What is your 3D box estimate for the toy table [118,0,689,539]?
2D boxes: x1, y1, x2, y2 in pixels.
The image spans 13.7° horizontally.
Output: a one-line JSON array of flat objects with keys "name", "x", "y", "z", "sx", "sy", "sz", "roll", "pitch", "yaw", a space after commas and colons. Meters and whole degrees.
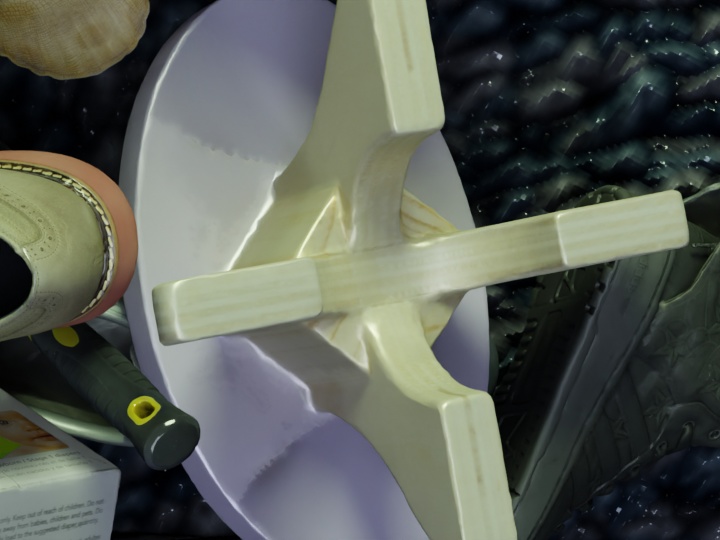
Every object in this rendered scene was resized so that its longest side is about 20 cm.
[{"name": "toy table", "x": 0.000, "y": 0.000, "z": 0.971, "sx": 0.184, "sy": 0.117, "sz": 0.200, "roll": -23, "pitch": 94, "yaw": -25}]

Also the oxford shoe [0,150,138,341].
[{"name": "oxford shoe", "x": -0.172, "y": -0.006, "z": 0.905, "sx": 0.199, "sy": 0.075, "sz": 0.071, "roll": -5, "pitch": 98, "yaw": 16}]

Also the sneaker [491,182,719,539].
[{"name": "sneaker", "x": 0.100, "y": 0.046, "z": 1.048, "sx": 0.104, "sy": 0.060, "sz": 0.200, "roll": 21, "pitch": 101, "yaw": -29}]

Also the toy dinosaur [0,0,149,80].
[{"name": "toy dinosaur", "x": -0.118, "y": -0.107, "z": 0.999, "sx": 0.200, "sy": 0.058, "sz": 0.101, "roll": -20, "pitch": 111, "yaw": 6}]

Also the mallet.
[{"name": "mallet", "x": -0.094, "y": 0.009, "z": 0.958, "sx": 0.066, "sy": 0.200, "sz": 0.041, "roll": -42, "pitch": 126, "yaw": -17}]

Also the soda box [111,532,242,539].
[{"name": "soda box", "x": -0.099, "y": 0.137, "z": 1.087, "sx": 0.199, "sy": 0.063, "sz": 0.071, "roll": 3, "pitch": 110, "yaw": -3}]

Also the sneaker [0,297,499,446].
[{"name": "sneaker", "x": -0.049, "y": 0.040, "z": 1.042, "sx": 0.199, "sy": 0.082, "sz": 0.070, "roll": 5, "pitch": 110, "yaw": -4}]

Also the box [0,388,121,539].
[{"name": "box", "x": -0.187, "y": 0.077, "z": 0.979, "sx": 0.112, "sy": 0.200, "sz": 0.102, "roll": -8, "pitch": 116, "yaw": -41}]
